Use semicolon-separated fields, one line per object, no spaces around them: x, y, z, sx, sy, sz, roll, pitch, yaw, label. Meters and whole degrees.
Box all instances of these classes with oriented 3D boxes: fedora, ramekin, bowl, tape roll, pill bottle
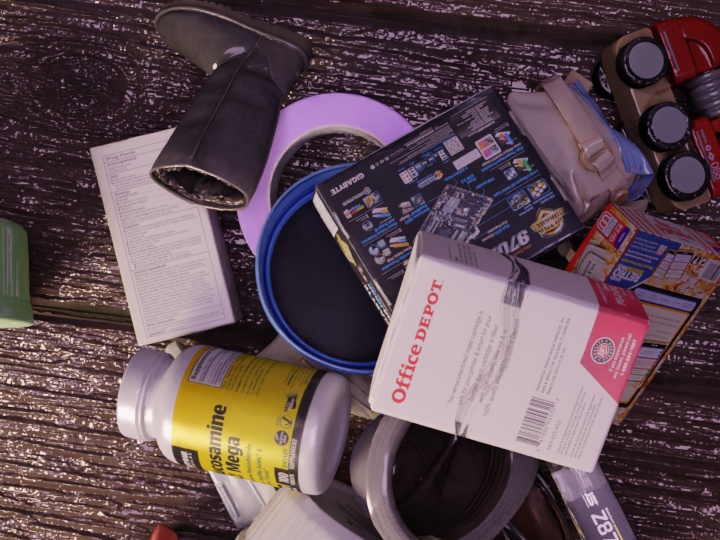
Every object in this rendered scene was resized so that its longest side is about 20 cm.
0.066;0.176;1.216;0.200;0.090;0.178;-38;112;-31;fedora
-0.014;0.273;1.234;0.202;0.202;0.095;29;96;1;ramekin
0.000;0.000;1.217;0.199;0.039;0.202;2;75;-8;bowl
-0.021;-0.073;1.296;0.199;0.066;0.201;0;92;3;tape roll
-0.413;-0.001;1.252;0.199;0.200;0.098;2;84;2;ramekin
-0.117;0.132;1.203;0.199;0.112;0.113;10;92;13;pill bottle

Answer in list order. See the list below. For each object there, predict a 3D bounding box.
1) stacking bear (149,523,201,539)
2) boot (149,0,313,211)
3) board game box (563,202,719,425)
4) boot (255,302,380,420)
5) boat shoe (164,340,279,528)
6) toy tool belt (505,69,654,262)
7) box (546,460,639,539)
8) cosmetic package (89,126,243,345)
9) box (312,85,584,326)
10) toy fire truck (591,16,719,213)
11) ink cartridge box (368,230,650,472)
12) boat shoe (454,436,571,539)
-0.127;0.337;1.293;0.199;0.121;0.114;22;99;-8;stacking bear
-0.151;-0.158;1.243;0.181;0.073;0.201;15;63;17;boot
0.234;0.046;1.198;0.151;0.046;0.201;13;116;-40;board game box
-0.031;0.134;1.296;0.154;0.072;0.200;-39;113;17;boot
-0.152;0.168;1.304;0.071;0.070;0.201;-32;91;1;boat shoe
0.226;-0.100;1.252;0.123;0.125;0.200;-27;72;-26;toy tool belt
0.225;0.234;1.225;0.049;0.200;0.162;-29;89;4;box
-0.191;-0.035;1.299;0.103;0.073;0.201;-13;91;2;cosmetic package
0.079;-0.054;1.194;0.199;0.046;0.159;-31;82;-11;box
0.353;-0.168;1.259;0.199;0.129;0.177;-20;90;-9;toy fire truck
0.121;0.067;1.101;0.199;0.084;0.146;16;108;-3;ink cartridge box
0.146;0.201;1.287;0.072;0.068;0.201;-28;80;-10;boat shoe
